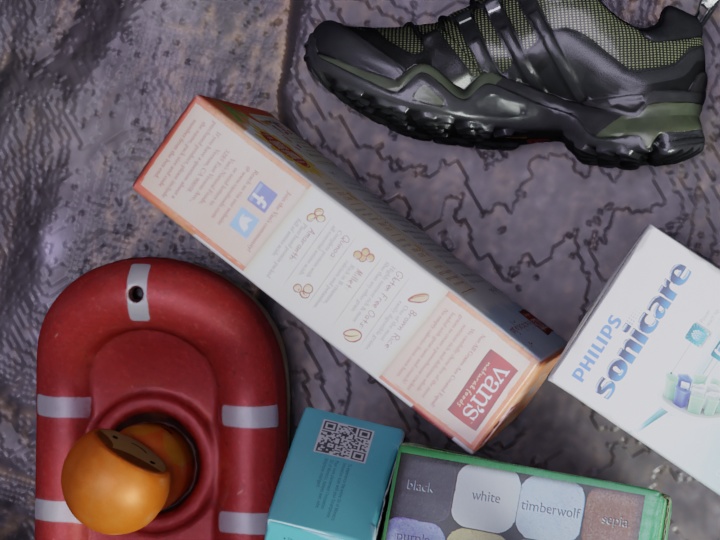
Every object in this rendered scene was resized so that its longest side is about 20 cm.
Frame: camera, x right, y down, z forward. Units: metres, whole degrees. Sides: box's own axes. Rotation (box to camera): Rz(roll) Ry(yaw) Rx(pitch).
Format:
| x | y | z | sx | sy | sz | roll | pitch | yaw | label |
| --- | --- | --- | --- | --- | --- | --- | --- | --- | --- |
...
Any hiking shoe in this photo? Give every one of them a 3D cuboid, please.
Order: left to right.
| x | y | z | sx | sy | sz | roll | pitch | yaw | label |
| --- | --- | --- | --- | --- | --- | --- | --- | --- | --- |
| 0.074 | -0.111 | 0.972 | 0.198 | 0.076 | 0.102 | 10 | 84 | 2 | hiking shoe |

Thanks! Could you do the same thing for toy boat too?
| x | y | z | sx | sy | sz | roll | pitch | yaw | label |
| --- | --- | --- | --- | --- | --- | --- | --- | --- | --- |
| -0.106 | 0.094 | 0.974 | 0.129 | 0.131 | 0.202 | 1 | 91 | 11 | toy boat |

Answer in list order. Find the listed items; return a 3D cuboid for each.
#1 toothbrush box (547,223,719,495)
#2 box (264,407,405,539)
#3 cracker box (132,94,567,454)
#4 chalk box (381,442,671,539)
| x | y | z | sx | sy | sz | roll | pitch | yaw | label |
| --- | --- | --- | --- | --- | --- | --- | --- | --- | --- |
| 0.193 | 0.067 | 0.907 | 0.199 | 0.146 | 0.086 | 35 | 96 | 8 | toothbrush box |
| -0.024 | 0.169 | 0.935 | 0.049 | 0.083 | 0.201 | 13 | 125 | 4 | box |
| 0.000 | 0.000 | 0.949 | 0.199 | 0.134 | 0.058 | 37 | 97 | 9 | cracker box |
| 0.070 | 0.154 | 0.894 | 0.123 | 0.200 | 0.125 | 10 | 79 | 11 | chalk box |
